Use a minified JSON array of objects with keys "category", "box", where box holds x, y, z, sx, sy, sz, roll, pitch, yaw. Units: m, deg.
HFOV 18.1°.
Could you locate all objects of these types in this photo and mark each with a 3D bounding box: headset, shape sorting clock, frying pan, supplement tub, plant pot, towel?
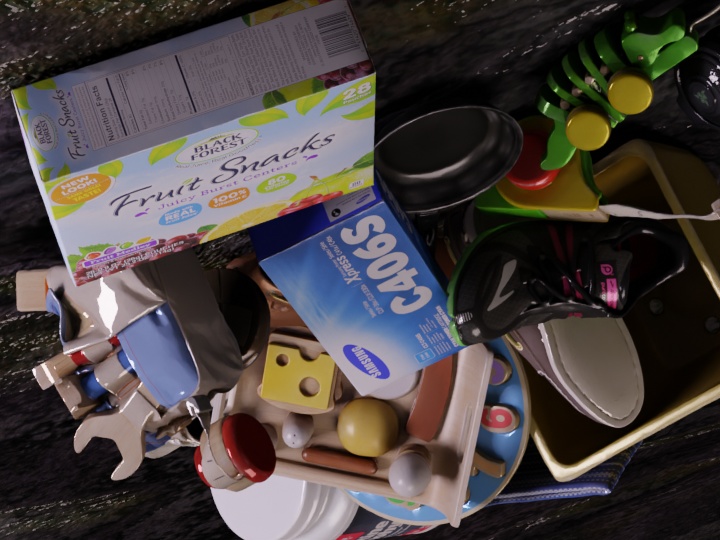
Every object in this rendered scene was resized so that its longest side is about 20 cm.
[{"category":"headset","box":[0.273,-0.136,1.489,0.123,0.094,0.200,-40,174,3]},{"category":"shape sorting clock","box":[0.036,0.100,1.742,0.199,0.201,0.039,-34,174,31]},{"category":"frying pan","box":[0.062,-0.061,1.542,0.114,0.031,0.190,-21,149,5]},{"category":"supplement tub","box":[-0.017,0.162,1.928,0.199,0.141,0.140,-2,153,-45]},{"category":"plant pot","box":[0.223,0.023,1.761,0.195,0.195,0.200,-32,169,27]},{"category":"towel","box":[0.158,0.151,1.828,0.144,0.024,0.200,-9,-167,22]}]

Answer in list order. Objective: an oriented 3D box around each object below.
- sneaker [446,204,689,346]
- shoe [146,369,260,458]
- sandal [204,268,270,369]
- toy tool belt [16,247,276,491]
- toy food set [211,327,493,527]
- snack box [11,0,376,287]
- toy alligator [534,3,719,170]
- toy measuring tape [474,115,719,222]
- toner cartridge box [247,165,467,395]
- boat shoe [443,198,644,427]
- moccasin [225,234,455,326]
[{"category":"sneaker","box":[0.145,0.000,1.574,0.199,0.077,0.084,-22,-160,-27]},{"category":"shoe","box":[-0.130,0.110,1.802,0.069,0.054,0.200,-8,156,-34]},{"category":"sandal","box":[-0.110,0.053,1.580,0.054,0.082,0.200,21,156,-26]},{"category":"toy tool belt","box":[-0.143,0.067,1.457,0.122,0.201,0.125,-30,169,25]},{"category":"toy food set","box":[-0.010,0.106,1.690,0.198,0.145,0.060,11,-162,2]},{"category":"snack box","box":[-0.093,-0.076,1.332,0.199,0.068,0.169,-20,161,-8]},{"category":"toy alligator","box":[0.174,-0.141,1.477,0.054,0.059,0.200,38,121,-17]},{"category":"toy measuring tape","box":[0.161,-0.070,1.560,0.198,0.074,0.074,3,168,20]},{"category":"toner cartridge box","box":[0.003,0.007,1.547,0.094,0.043,0.200,-25,144,8]},{"category":"boat shoe","box":[0.132,0.031,1.651,0.072,0.200,0.059,-43,-169,-29]},{"category":"moccasin","box":[0.000,-0.002,1.633,0.200,0.074,0.078,2,159,-30]}]
